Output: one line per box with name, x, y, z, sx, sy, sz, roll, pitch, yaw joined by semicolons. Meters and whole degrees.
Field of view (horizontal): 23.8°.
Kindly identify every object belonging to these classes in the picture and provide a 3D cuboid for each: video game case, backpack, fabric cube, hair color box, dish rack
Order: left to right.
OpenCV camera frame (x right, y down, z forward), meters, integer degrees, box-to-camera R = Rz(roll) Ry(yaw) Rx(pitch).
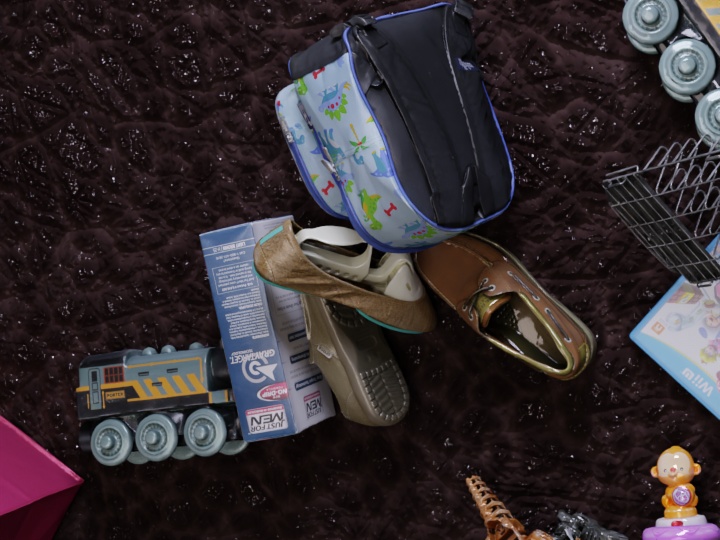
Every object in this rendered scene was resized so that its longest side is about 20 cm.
fabric cube;-0.440;0.256;1.723;0.196;0.200;0.200;36;106;15
hair color box;-0.087;0.053;1.617;0.060;0.100;0.201;-12;91;22
backpack;0.035;-0.117;1.513;0.147;0.183;0.200;-25;85;45
dish rack;0.305;-0.056;1.411;0.153;0.055;0.200;46;148;-21
video game case;0.352;0.032;1.488;0.143;0.018;0.200;43;109;11

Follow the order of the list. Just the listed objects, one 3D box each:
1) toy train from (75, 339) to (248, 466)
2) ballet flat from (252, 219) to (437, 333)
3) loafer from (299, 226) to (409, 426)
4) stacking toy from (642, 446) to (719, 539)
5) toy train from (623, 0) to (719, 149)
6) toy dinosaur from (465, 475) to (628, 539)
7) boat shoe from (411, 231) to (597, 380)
toy train;-0.190;0.130;1.679;0.199;0.085;0.114;-8;83;22
ballet flat;0.000;0.000;1.542;0.200;0.068;0.072;21;124;-24
loafer;-0.021;0.057;1.603;0.067;0.076;0.201;-29;76;44
stacking toy;0.288;0.255;1.504;0.116;0.110;0.201;-7;82;24
toy train;0.306;-0.189;1.445;0.114;0.085;0.200;-35;81;9
toy dinosaur;0.169;0.262;1.515;0.102;0.136;0.200;-27;76;26
boat shoe;0.125;0.026;1.548;0.200;0.068;0.072;33;108;16
